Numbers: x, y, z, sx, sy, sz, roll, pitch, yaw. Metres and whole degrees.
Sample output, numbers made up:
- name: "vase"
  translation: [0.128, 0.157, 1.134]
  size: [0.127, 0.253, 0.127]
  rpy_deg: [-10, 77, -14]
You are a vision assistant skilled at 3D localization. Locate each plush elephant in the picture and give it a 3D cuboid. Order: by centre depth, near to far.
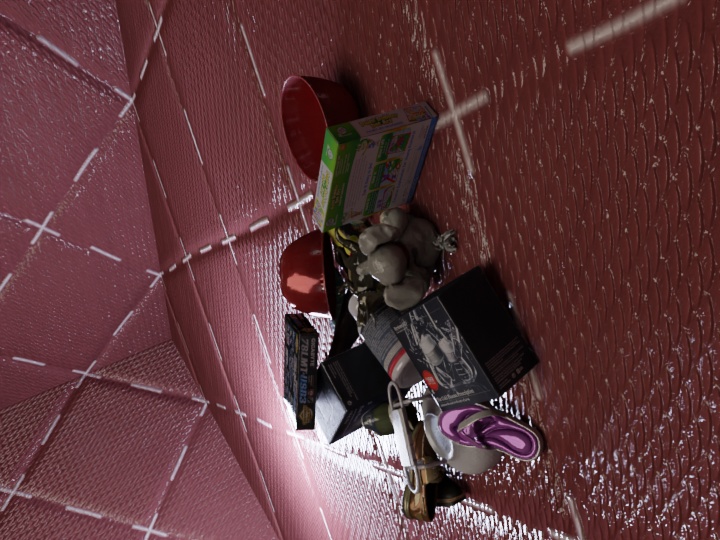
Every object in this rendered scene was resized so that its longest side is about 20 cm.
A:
- name: "plush elephant"
  translation: [0.063, -0.022, 1.217]
  size: [0.199, 0.152, 0.170]
  rpy_deg: [-10, 101, 64]

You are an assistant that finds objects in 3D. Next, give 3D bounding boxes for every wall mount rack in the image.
- name: "wall mount rack"
  translation: [0.099, 0.307, 1.287]
  size: [0.174, 0.072, 0.206]
  rpy_deg: [133, 127, -69]

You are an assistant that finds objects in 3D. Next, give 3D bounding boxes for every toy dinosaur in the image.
- name: "toy dinosaur"
  translation: [0.000, 0.000, 1.311]
  size: [0.101, 0.076, 0.207]
  rpy_deg: [6, 107, 47]

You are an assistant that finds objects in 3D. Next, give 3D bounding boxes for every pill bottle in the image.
- name: "pill bottle"
  translation: [0.062, 0.120, 1.361]
  size: [0.201, 0.117, 0.122]
  rpy_deg: [50, 148, 33]

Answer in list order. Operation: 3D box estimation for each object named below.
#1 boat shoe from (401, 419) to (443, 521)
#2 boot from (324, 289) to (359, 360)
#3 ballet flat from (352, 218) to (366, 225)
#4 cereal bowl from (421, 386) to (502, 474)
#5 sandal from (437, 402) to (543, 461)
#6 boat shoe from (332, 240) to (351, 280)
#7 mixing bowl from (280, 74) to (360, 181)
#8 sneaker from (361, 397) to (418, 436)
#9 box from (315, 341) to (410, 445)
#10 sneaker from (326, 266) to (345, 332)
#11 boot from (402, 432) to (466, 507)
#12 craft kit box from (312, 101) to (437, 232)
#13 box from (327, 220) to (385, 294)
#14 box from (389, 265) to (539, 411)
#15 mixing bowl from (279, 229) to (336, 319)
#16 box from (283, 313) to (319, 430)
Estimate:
- name: "boat shoe"
  translation: [0.138, 0.413, 1.404]
  size: [0.072, 0.075, 0.207]
  rpy_deg: [7, 91, 38]
- name: "boot"
  translation: [-0.027, 0.136, 1.505]
  size: [0.070, 0.170, 0.201]
  rpy_deg: [20, 156, 1]
- name: "ballet flat"
  translation: [-0.045, -0.182, 1.422]
  size: [0.202, 0.066, 0.063]
  rpy_deg: [54, 141, 28]
- name: "cereal bowl"
  translation: [0.179, 0.298, 1.304]
  size: [0.200, 0.081, 0.205]
  rpy_deg: [42, 142, 44]
- name: "sandal"
  translation: [0.215, 0.274, 1.176]
  size: [0.198, 0.049, 0.086]
  rpy_deg: [5, 93, 35]
- name: "boat shoe"
  translation: [-0.028, -0.024, 1.476]
  size: [0.202, 0.061, 0.075]
  rpy_deg: [-123, 25, -48]
- name: "mixing bowl"
  translation: [-0.065, -0.288, 1.333]
  size: [0.200, 0.106, 0.205]
  rpy_deg: [44, 145, 42]
- name: "sneaker"
  translation: [0.060, 0.308, 1.429]
  size: [0.200, 0.087, 0.069]
  rpy_deg: [38, -143, -68]
- name: "box"
  translation: [0.004, 0.252, 1.479]
  size: [0.125, 0.194, 0.202]
  rpy_deg: [56, 151, 22]
- name: "sneaker"
  translation: [-0.069, 0.082, 1.650]
  size: [0.087, 0.073, 0.206]
  rpy_deg: [3, 111, 69]
- name: "boot"
  translation: [0.144, 0.414, 1.474]
  size: [0.198, 0.076, 0.143]
  rpy_deg: [2, 102, 57]
- name: "craft kit box"
  translation: [0.021, -0.171, 1.149]
  size: [0.049, 0.194, 0.203]
  rpy_deg: [51, 148, 27]
- name: "box"
  translation: [0.010, -0.043, 1.400]
  size: [0.201, 0.074, 0.051]
  rpy_deg: [50, 148, 33]
- name: "box"
  translation: [0.166, 0.120, 1.148]
  size: [0.185, 0.103, 0.200]
  rpy_deg: [58, 153, 4]
- name: "mixing bowl"
  translation: [-0.117, 0.010, 1.499]
  size: [0.200, 0.105, 0.207]
  rpy_deg: [-5, -90, -86]
- name: "box"
  translation: [-0.131, 0.211, 1.472]
  size: [0.198, 0.048, 0.207]
  rpy_deg: [-154, 65, -73]
